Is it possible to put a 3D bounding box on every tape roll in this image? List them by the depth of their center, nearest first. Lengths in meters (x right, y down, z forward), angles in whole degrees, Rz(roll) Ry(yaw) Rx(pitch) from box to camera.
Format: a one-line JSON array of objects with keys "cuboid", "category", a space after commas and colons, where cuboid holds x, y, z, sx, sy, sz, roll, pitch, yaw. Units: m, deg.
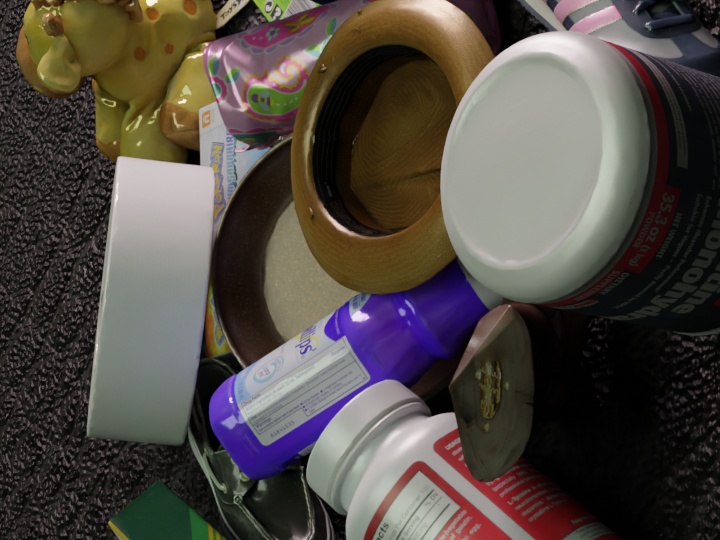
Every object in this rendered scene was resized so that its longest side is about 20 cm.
[{"cuboid": [-0.149, 0.021, 1.401, 0.202, 0.071, 0.203, -174, 90, -82], "category": "tape roll"}]

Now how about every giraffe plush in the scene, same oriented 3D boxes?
[{"cuboid": [-0.194, -0.170, 1.536, 0.200, 0.162, 0.173, -59, 44, 26], "category": "giraffe plush"}]

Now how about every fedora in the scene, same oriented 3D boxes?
[{"cuboid": [0.039, -0.075, 1.228, 0.200, 0.082, 0.201, -10, 77, 50], "category": "fedora"}]

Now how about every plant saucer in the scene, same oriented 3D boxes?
[{"cuboid": [0.000, 0.000, 1.312, 0.200, 0.037, 0.201, -2, 83, 16], "category": "plant saucer"}]

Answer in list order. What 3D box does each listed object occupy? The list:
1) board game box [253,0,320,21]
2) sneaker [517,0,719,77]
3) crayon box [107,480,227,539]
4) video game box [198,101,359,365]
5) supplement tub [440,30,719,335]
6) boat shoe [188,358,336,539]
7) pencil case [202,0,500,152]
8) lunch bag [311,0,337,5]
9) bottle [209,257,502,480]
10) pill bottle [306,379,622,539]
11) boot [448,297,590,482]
[{"cuboid": [-0.015, -0.263, 1.445, 0.200, 0.030, 0.096, -60, 44, 27], "category": "board game box"}, {"cuboid": [0.152, -0.172, 1.175, 0.200, 0.070, 0.082, 45, 140, 43], "category": "sneaker"}, {"cuboid": [-0.082, 0.241, 1.355, 0.052, 0.126, 0.200, -39, 39, -15], "category": "crayon box"}, {"cuboid": [-0.047, -0.046, 1.429, 0.182, 0.047, 0.201, -20, 68, 49], "category": "video game box"}, {"cuboid": [0.154, -0.041, 1.055, 0.140, 0.200, 0.141, -14, 72, 47], "category": "supplement tub"}, {"cuboid": [-0.077, 0.141, 1.394, 0.200, 0.071, 0.064, 52, 156, 43], "category": "boat shoe"}, {"cuboid": [-0.007, -0.142, 1.323, 0.200, 0.087, 0.088, -17, 68, 25], "category": "pencil case"}, {"cuboid": [-0.034, -0.285, 1.343, 0.136, 0.132, 0.201, 170, 112, -71], "category": "lunch bag"}, {"cuboid": [0.000, 0.054, 1.244, 0.200, 0.065, 0.084, -33, 11, 10], "category": "bottle"}, {"cuboid": [0.065, 0.156, 1.159, 0.200, 0.112, 0.112, 40, 115, 27], "category": "pill bottle"}, {"cuboid": [0.097, 0.014, 1.124, 0.064, 0.200, 0.187, 5, 96, 17], "category": "boot"}]
